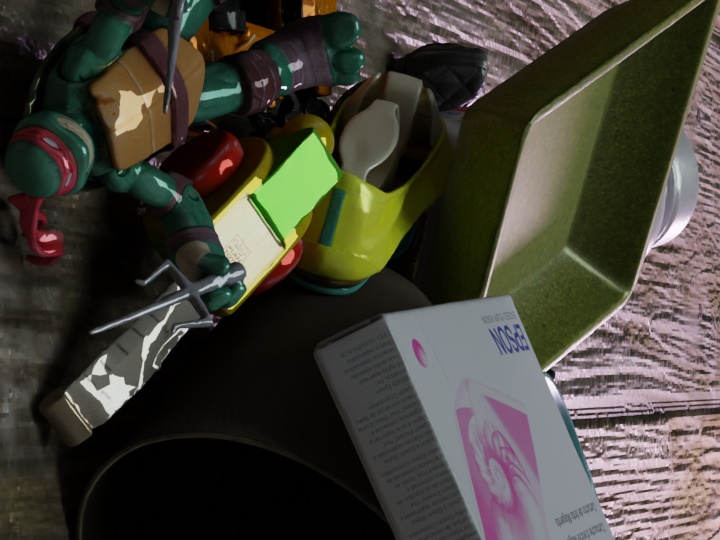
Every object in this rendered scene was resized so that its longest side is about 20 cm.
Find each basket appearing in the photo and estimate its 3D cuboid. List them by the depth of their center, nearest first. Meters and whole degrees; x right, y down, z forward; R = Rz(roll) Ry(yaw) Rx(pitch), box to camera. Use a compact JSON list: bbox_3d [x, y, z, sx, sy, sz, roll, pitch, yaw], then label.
[{"bbox_3d":[-0.025,0.088,1.312,0.180,0.136,0.200,42,27,-15],"label":"basket"}]

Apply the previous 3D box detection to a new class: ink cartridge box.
[{"bbox_3d":[0.064,0.110,1.261,0.201,0.043,0.196,65,16,5],"label":"ink cartridge box"}]

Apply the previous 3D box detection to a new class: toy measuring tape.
[{"bbox_3d":[-0.080,0.001,1.264,0.200,0.073,0.074,-48,140,-29],"label":"toy measuring tape"}]

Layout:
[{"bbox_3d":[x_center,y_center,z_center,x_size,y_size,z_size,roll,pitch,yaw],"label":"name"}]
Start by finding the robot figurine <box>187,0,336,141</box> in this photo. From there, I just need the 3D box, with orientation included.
[{"bbox_3d":[-0.059,-0.122,1.341,0.200,0.058,0.146,3,86,-72],"label":"robot figurine"}]

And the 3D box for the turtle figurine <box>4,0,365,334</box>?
[{"bbox_3d":[-0.078,-0.072,1.175,0.200,0.100,0.151,-47,140,-43],"label":"turtle figurine"}]

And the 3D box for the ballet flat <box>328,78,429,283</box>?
[{"bbox_3d":[0.000,0.000,1.534,0.075,0.067,0.202,-125,-144,-83],"label":"ballet flat"}]

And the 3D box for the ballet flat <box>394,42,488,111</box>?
[{"bbox_3d":[0.067,-0.060,1.741,0.200,0.056,0.067,64,31,-53],"label":"ballet flat"}]

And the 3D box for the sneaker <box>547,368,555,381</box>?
[{"bbox_3d":[0.057,0.108,1.710,0.200,0.073,0.087,-42,141,-62],"label":"sneaker"}]

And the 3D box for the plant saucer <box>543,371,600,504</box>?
[{"bbox_3d":[0.101,0.151,1.468,0.200,0.036,0.201,-15,90,-82],"label":"plant saucer"}]

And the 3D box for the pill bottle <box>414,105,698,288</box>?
[{"bbox_3d":[0.094,-0.039,1.623,0.199,0.112,0.113,-13,103,-46],"label":"pill bottle"}]

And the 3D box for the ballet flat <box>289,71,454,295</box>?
[{"bbox_3d":[0.010,-0.055,1.390,0.200,0.066,0.067,-60,162,-63],"label":"ballet flat"}]

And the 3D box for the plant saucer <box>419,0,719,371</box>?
[{"bbox_3d":[0.091,-0.036,1.447,0.200,0.048,0.201,-36,147,-48],"label":"plant saucer"}]
